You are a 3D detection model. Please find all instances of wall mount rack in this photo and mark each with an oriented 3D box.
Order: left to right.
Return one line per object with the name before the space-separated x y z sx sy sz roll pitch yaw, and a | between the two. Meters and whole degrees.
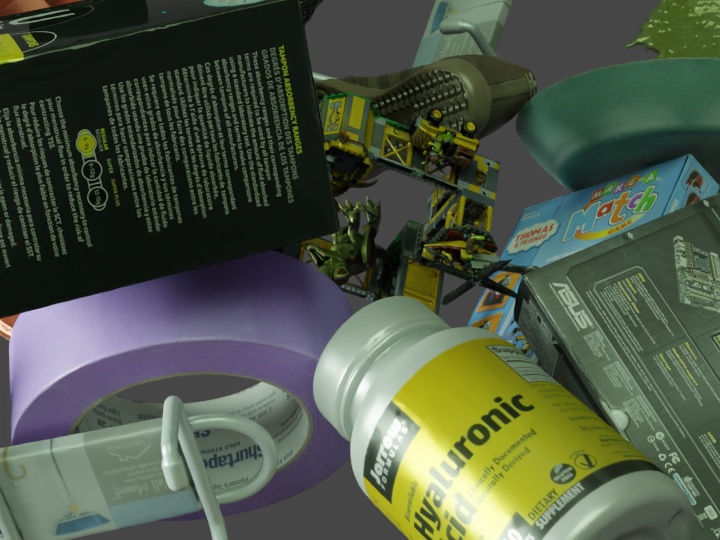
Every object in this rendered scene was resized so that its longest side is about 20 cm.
wall mount rack | -0.136 0.156 1.010 0.199 0.175 0.075 -12 37 4
wall mount rack | 0.033 -0.181 1.300 0.173 0.075 0.201 -9 47 37

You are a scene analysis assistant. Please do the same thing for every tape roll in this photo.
tape roll | -0.097 0.067 1.053 0.199 0.201 0.066 -7 55 -3

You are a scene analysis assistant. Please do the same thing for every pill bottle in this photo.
pill bottle | 0.064 0.098 0.944 0.111 0.112 0.200 -33 47 -19

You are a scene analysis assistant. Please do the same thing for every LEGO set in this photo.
LEGO set | 0.000 0.000 1.109 0.153 0.200 0.116 24 54 -21

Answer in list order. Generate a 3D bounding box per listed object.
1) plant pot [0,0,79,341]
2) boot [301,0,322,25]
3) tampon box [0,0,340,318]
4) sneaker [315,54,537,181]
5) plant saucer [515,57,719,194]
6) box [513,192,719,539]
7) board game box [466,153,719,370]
plant pot | -0.173 -0.081 1.158 0.199 0.196 0.202 -1 55 1
boot | -0.094 -0.225 1.319 0.158 0.080 0.211 -47 44 -8
tampon box | -0.132 -0.071 0.967 0.199 0.127 0.150 -14 18 -15
sneaker | 0.030 -0.097 1.210 0.075 0.199 0.071 -13 96 -40
plant saucer | 0.195 -0.076 1.152 0.198 0.200 0.036 1 73 2
box | 0.197 0.061 0.989 0.158 0.048 0.201 -22 62 -17
board game box | 0.120 0.030 1.114 0.037 0.151 0.201 41 58 -23
